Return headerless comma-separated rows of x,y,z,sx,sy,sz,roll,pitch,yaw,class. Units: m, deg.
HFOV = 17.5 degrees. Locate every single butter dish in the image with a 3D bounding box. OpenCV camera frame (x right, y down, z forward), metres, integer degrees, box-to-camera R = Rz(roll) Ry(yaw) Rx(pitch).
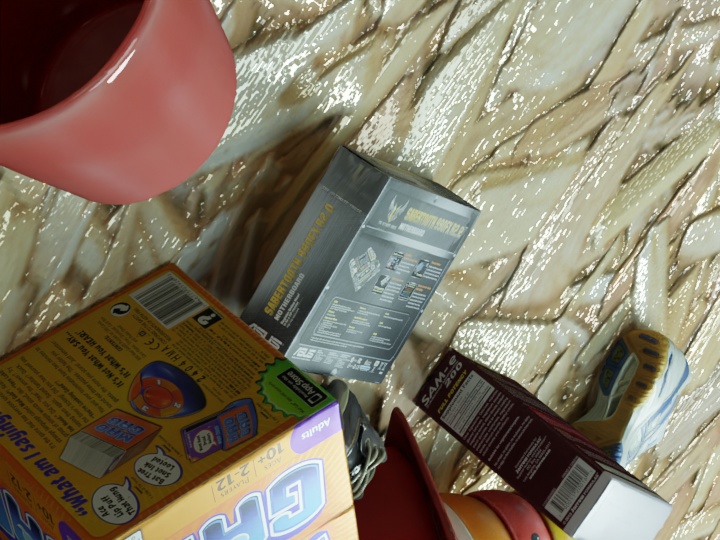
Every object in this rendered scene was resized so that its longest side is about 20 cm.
-0.013,0.238,1.853,0.147,0.200,0.201,-2,124,-16,butter dish

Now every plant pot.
-0.171,-0.135,1.405,0.201,0.200,0.177,-50,151,-3,plant pot

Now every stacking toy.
0.136,0.227,1.978,0.199,0.146,0.147,-20,131,-27,stacking toy

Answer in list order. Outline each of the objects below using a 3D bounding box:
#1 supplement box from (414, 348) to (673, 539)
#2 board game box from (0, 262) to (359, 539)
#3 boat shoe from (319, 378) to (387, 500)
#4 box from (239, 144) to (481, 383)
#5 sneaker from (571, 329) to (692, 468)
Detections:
0.147,0.149,1.900,0.109,0.200,0.061,28,99,-50,supplement box
-0.141,0.160,1.628,0.199,0.200,0.201,-30,135,-25,board game box
-0.013,0.128,1.750,0.075,0.073,0.200,-51,-177,1,boat shoe
0.000,0.000,1.722,0.159,0.048,0.200,-60,158,7,box
0.231,0.152,2.083,0.201,0.075,0.088,-56,141,4,sneaker
